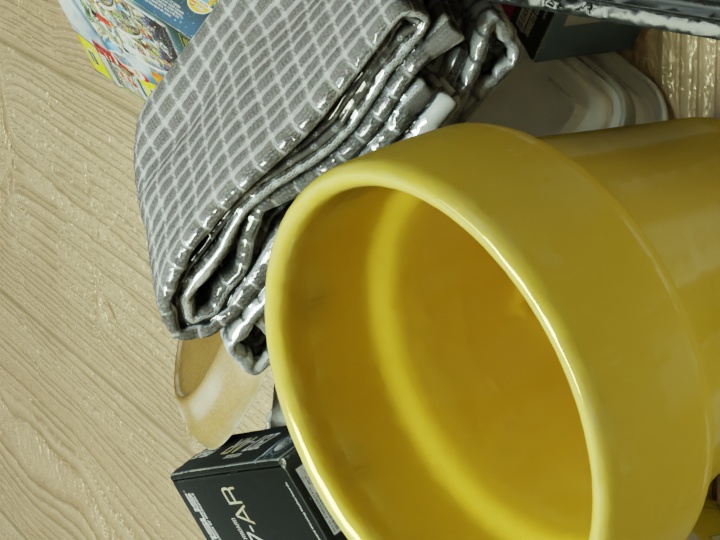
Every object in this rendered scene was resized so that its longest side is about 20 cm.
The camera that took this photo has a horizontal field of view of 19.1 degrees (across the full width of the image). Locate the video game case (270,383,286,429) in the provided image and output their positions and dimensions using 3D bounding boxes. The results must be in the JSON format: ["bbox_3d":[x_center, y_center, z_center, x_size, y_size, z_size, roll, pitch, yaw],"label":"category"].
[{"bbox_3d":[0.000,0.000,1.163,0.200,0.024,0.183,151,127,-63],"label":"video game case"}]

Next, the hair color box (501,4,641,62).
[{"bbox_3d":[0.078,-0.207,1.012,0.201,0.060,0.099,65,151,30],"label":"hair color box"}]

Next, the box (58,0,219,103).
[{"bbox_3d":[-0.123,-0.144,1.313,0.136,0.038,0.200,34,167,17],"label":"box"}]

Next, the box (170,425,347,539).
[{"bbox_3d":[-0.012,0.181,1.188,0.201,0.043,0.160,60,153,-7],"label":"box"}]

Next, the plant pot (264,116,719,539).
[{"bbox_3d":[0.092,0.025,0.891,0.200,0.188,0.202,28,129,41],"label":"plant pot"}]

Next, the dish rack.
[{"bbox_3d":[0.040,-0.065,1.050,0.172,0.043,0.200,-54,51,12],"label":"dish rack"}]

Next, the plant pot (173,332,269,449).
[{"bbox_3d":[-0.068,0.003,1.234,0.200,0.027,0.201,-162,90,-77],"label":"plant pot"}]

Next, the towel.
[{"bbox_3d":[-0.027,-0.076,0.983,0.200,0.085,0.166,-51,26,18],"label":"towel"}]

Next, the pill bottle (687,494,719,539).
[{"bbox_3d":[0.109,0.131,0.995,0.200,0.111,0.113,46,139,42],"label":"pill bottle"}]

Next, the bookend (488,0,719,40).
[{"bbox_3d":[0.103,-0.205,0.832,0.198,0.092,0.201,15,115,32],"label":"bookend"}]

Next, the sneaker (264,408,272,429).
[{"bbox_3d":[-0.043,0.128,1.361,0.075,0.082,0.201,52,143,44],"label":"sneaker"}]
